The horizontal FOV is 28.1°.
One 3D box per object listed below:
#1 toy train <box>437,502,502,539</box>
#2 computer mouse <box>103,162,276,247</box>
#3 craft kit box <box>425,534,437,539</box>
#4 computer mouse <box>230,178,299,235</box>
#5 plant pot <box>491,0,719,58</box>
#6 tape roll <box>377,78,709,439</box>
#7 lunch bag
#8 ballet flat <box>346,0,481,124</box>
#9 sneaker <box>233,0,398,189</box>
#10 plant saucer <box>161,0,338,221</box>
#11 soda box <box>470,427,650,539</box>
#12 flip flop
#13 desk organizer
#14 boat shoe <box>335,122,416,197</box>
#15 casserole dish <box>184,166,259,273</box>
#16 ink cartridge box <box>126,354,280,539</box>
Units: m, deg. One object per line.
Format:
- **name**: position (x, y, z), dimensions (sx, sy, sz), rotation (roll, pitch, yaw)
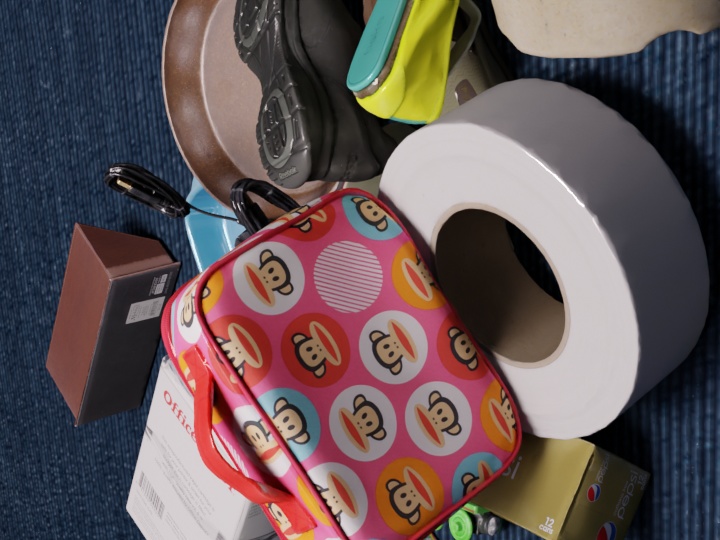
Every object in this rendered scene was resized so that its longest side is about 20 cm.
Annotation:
- **toy train**: position (0.031, 0.146, 1.052), dimensions (0.199, 0.041, 0.057), rotation (13, 103, 50)
- **computer mouse**: position (-0.095, -0.026, 1.039), dimensions (0.059, 0.198, 0.034), rotation (-30, 41, 63)
- **craft kit box**: position (0.043, 0.313, 1.100), dimensions (0.201, 0.048, 0.198), rotation (54, 143, 24)
- **computer mouse**: position (-0.037, 0.020, 1.018), dimensions (0.034, 0.059, 0.201), rotation (-5, 121, 51)
- **plant pot**: position (0.117, -0.210, 0.689), dimensions (0.199, 0.199, 0.185), rotation (17, 129, 48)
- **tape roll**: position (0.101, -0.005, 0.839), dimensions (0.202, 0.071, 0.204), rotation (32, 138, 33)
- **lunch bag**: position (-0.018, 0.070, 0.828), dimensions (0.201, 0.175, 0.082), rotation (58, 146, 0)
- **ballet flat**: position (0.049, -0.180, 0.858), dimensions (0.067, 0.067, 0.202), rotation (-7, 64, 63)
- **sneaker**: position (-0.028, -0.141, 0.944), dimensions (0.076, 0.090, 0.202), rotation (-42, 52, 53)
- **plant saucer**: position (-0.065, -0.136, 1.043), dimensions (0.199, 0.034, 0.203), rotation (11, 107, 39)
- **soda box**: position (0.084, 0.120, 0.928), dimensions (0.199, 0.067, 0.065), rotation (18, 83, 48)
- **flip flop**: position (0.038, -0.142, 0.908), dimensions (0.081, 0.057, 0.202), rotation (-42, 71, 52)
- **desk organizer**: position (-0.235, 0.045, 1.337), dimensions (0.077, 0.071, 0.201), rotation (52, 139, 30)
- **boat shoe**: position (0.000, 0.000, 0.971), dimensions (0.062, 0.070, 0.202), rotation (178, 104, -68)
- **casserole dish**: position (-0.078, 0.008, 1.141), dimensions (0.121, 0.039, 0.202), rotation (-26, 82, 54)
- **ink cartridge box**: position (-0.119, 0.177, 1.224), dimensions (0.146, 0.084, 0.201), rotation (48, 139, 30)
